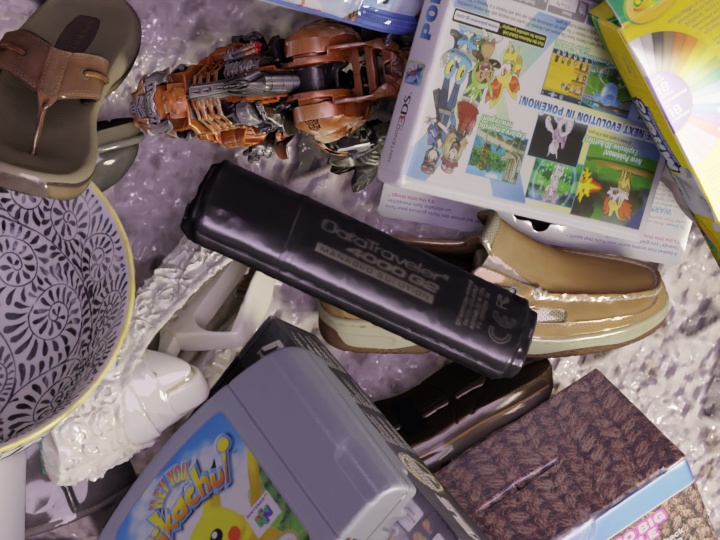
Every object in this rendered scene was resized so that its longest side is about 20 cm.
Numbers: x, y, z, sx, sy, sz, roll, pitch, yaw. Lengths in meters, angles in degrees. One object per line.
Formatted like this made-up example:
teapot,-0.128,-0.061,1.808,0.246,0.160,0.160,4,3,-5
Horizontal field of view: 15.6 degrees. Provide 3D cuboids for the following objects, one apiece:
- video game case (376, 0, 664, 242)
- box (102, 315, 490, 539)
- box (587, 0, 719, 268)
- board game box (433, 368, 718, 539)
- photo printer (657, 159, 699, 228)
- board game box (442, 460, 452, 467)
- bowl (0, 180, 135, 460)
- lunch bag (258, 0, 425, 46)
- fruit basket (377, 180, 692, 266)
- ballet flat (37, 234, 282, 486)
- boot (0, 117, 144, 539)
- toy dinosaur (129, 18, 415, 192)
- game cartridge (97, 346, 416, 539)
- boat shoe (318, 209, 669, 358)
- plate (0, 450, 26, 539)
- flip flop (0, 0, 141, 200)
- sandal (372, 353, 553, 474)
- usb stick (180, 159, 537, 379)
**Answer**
video game case,0.104,-0.117,1.351,0.200,0.022,0.183,11,96,-47
box,-0.034,0.147,1.400,0.161,0.200,0.049,-50,140,11
box,0.200,-0.100,1.358,0.117,0.048,0.200,-33,116,-7
board game box,0.118,0.187,1.466,0.159,0.097,0.200,-32,128,-9
photo printer,0.263,-0.068,1.471,0.167,0.069,0.200,-52,131,-1
board game box,0.012,0.209,1.528,0.120,0.032,0.200,43,90,-10
bowl,-0.216,0.032,1.348,0.200,0.094,0.201,3,57,-4
lunch bag,-0.047,-0.183,1.347,0.199,0.160,0.076,18,105,-10
fruit basket,0.117,-0.112,1.478,0.185,0.094,0.201,8,113,-12
ballet flat,-0.098,0.037,1.415,0.072,0.072,0.200,42,60,-14
boot,-0.168,0.033,1.442,0.181,0.073,0.201,-23,96,7
toy dinosaur,-0.018,-0.092,1.392,0.199,0.136,0.103,15,96,23
game cartridge,-0.069,0.143,1.376,0.040,0.133,0.200,26,108,-45
boat shoe,0.076,0.003,1.471,0.199,0.072,0.076,-3,117,-7
plate,-0.281,0.133,1.427,0.199,0.032,0.200,3,105,2
flip flop,-0.158,-0.102,1.360,0.081,0.200,0.058,18,126,3
sandal,0.020,0.104,1.481,0.199,0.082,0.055,-25,119,-1
usb stick,0.000,0.000,1.419,0.199,0.033,0.056,24,51,-5
